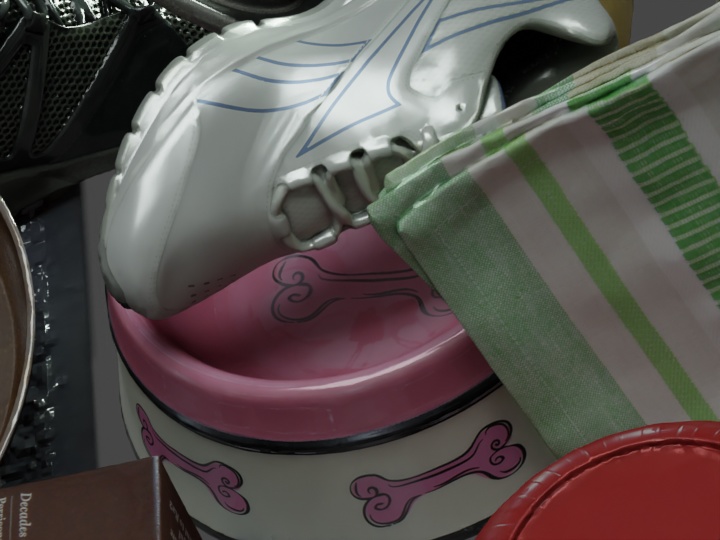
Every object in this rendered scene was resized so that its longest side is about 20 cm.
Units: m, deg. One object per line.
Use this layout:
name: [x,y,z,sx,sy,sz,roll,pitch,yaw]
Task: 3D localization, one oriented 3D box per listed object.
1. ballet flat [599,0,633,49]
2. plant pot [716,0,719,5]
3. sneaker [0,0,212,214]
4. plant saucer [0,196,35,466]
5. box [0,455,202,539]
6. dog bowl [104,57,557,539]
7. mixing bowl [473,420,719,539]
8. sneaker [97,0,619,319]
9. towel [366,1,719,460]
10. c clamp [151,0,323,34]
ballet flat: [0.064,-0.149,1.140,0.068,0.063,0.200,-12,48,7]
plant pot: [0.192,-0.097,0.965,0.200,0.184,0.201,-10,48,11]
sneaker: [-0.117,-0.094,1.125,0.199,0.114,0.076,-26,45,-12]
plant saucer: [-0.202,0.040,1.062,0.199,0.034,0.201,-8,65,17]
box: [-0.143,0.132,0.944,0.199,0.100,0.075,-10,48,11]
dog bowl: [0.000,0.000,1.026,0.199,0.074,0.201,-10,47,11]
mixing bowl: [0.097,0.119,0.863,0.199,0.109,0.201,-11,48,12]
sneaker: [0.000,-0.050,0.973,0.200,0.075,0.087,-40,54,-15]
towel: [0.122,-0.017,0.907,0.200,0.153,0.023,-28,33,17]
c clamp: [-0.074,-0.149,1.147,0.170,0.027,0.200,22,30,-14]
